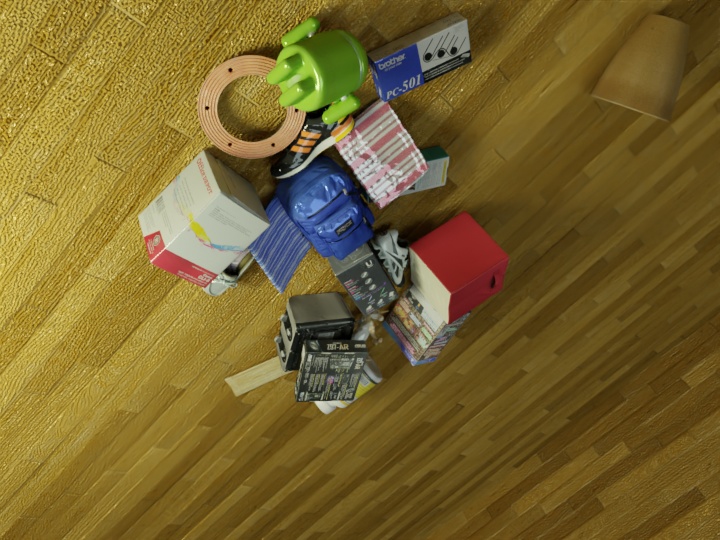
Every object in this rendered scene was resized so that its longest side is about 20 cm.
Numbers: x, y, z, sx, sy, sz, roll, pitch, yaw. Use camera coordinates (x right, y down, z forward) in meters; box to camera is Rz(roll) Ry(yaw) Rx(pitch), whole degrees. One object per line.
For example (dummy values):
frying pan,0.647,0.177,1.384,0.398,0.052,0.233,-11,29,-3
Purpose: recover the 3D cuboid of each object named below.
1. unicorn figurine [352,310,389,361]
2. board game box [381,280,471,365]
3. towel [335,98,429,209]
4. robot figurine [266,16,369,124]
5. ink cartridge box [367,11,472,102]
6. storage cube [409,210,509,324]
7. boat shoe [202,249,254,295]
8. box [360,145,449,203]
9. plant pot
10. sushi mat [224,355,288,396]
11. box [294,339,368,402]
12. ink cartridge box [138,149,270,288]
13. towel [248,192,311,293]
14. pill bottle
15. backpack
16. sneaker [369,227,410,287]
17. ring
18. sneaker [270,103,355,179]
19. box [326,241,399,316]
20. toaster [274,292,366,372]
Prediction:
unicorn figurine,0.011,0.173,1.679,0.200,0.137,0.074,-40,117,-4
board game box,0.181,0.134,1.721,0.097,0.160,0.200,-2,135,-45
towel,0.044,-0.246,1.316,0.146,0.030,0.200,-39,119,-2
robot figurine,-0.067,-0.353,1.091,0.200,0.176,0.116,-37,-170,-38
ink cartridge box,0.118,-0.418,1.218,0.199,0.044,0.094,-26,138,-4
storage cube,0.243,-0.006,1.577,0.179,0.200,0.171,-32,152,-13
boat shoe,-0.285,-0.013,1.379,0.074,0.065,0.202,25,116,-44
box,0.100,-0.219,1.407,0.199,0.049,0.083,-15,137,-17
plant pot,0.654,-0.464,1.405,0.186,0.186,0.201,5,115,-34
sushi mat,-0.272,0.288,1.735,0.199,0.012,0.096,-23,138,-9
box,-0.078,0.259,1.588,0.159,0.044,0.201,1,132,-14
ink cartridge box,-0.306,-0.099,1.217,0.200,0.146,0.145,-41,139,14
towel,-0.177,-0.060,1.365,0.145,0.024,0.200,-62,148,-25
pill bottle,-0.043,0.337,1.846,0.200,0.111,0.111,-37,139,10
backpack,-0.065,-0.136,1.308,0.162,0.168,0.200,-41,139,-6
sneaker,0.095,-0.032,1.578,0.088,0.074,0.200,-29,140,1
ring,-0.200,-0.301,1.150,0.199,0.019,0.201,-9,129,-11
sneaker,-0.112,-0.268,1.231,0.200,0.070,0.090,-34,123,7
box,0.000,0.000,1.516,0.106,0.122,0.200,-30,140,3
toaster,-0.114,0.160,1.616,0.199,0.119,0.181,-5,134,-26
